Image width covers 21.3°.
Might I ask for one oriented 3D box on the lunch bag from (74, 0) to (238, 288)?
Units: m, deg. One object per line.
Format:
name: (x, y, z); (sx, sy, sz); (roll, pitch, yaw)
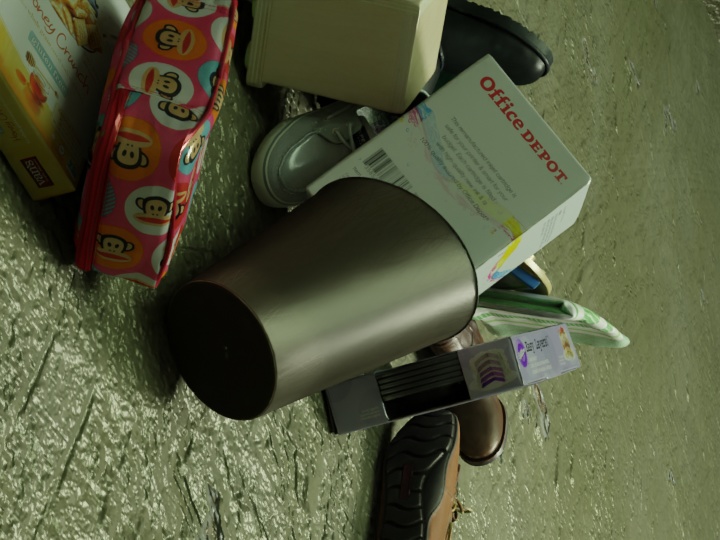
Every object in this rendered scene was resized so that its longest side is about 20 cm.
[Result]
lunch bag: (-0.144, -0.089, 1.356); (0.200, 0.082, 0.176); (-79, -176, -47)

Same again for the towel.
towel: (0.169, 0.048, 1.883); (0.200, 0.152, 0.023); (31, 68, -66)

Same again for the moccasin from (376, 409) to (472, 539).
moccasin: (0.060, 0.212, 1.753); (0.202, 0.073, 0.078); (-85, 161, -46)

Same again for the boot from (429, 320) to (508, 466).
boot: (0.077, 0.073, 1.886); (0.200, 0.064, 0.187); (57, 15, -47)

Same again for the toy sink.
toy sink: (-0.035, -0.223, 1.694); (0.130, 0.199, 0.112); (-58, 160, -63)

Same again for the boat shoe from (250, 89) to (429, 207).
boat shoe: (-0.013, -0.117, 1.687); (0.201, 0.071, 0.070); (-35, 109, -39)

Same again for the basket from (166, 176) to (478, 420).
basket: (-0.041, 0.025, 1.467); (0.200, 0.180, 0.136); (-27, 129, -43)

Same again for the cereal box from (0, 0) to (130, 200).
cereal box: (-0.221, -0.167, 1.325); (0.200, 0.039, 0.144); (-80, 150, -46)

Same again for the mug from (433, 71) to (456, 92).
mug: (0.098, -0.105, 1.917); (0.185, 0.152, 0.115); (46, 35, -31)

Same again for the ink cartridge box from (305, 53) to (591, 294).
ink cartridge box: (0.074, -0.056, 1.640); (0.145, 0.200, 0.145); (53, -7, 11)

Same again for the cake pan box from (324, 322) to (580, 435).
cake pan box: (0.084, 0.098, 1.730); (0.200, 0.184, 0.052); (-7, 80, -68)

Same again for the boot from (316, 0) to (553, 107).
boot: (0.066, -0.185, 1.821); (0.163, 0.198, 0.073); (-62, 179, -23)

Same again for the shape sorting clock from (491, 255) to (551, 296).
shape sorting clock: (0.096, -0.034, 1.812); (0.039, 0.200, 0.200); (-58, 142, -12)
